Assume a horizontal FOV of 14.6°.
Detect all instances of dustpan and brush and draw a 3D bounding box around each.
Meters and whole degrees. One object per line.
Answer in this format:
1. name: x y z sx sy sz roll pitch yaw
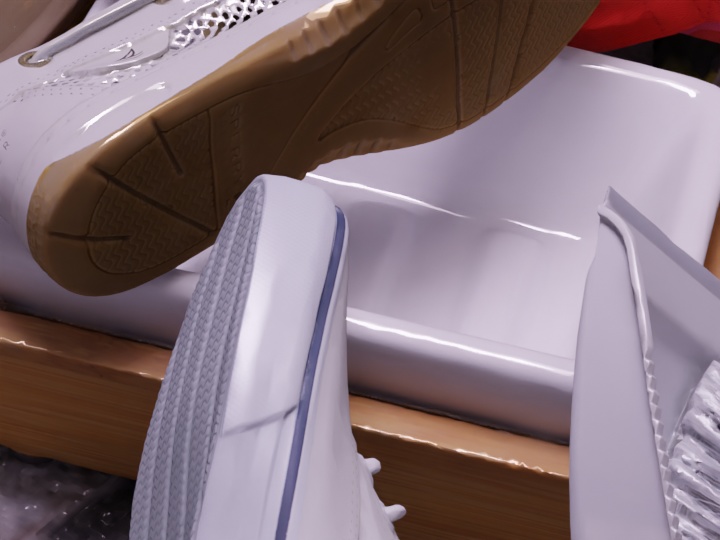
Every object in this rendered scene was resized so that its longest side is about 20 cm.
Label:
1. dustpan and brush: 0.090 0.097 0.643 0.057 0.139 0.201 1 71 33

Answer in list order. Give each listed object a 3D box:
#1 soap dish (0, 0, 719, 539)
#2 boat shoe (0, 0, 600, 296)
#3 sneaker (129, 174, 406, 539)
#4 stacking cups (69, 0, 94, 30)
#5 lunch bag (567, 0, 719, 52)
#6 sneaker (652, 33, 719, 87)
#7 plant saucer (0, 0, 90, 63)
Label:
1. soap dish: 0.000 0.000 0.760 0.199 0.082 0.158 13 40 7
2. boat shoe: -0.017 -0.066 0.717 0.199 0.071 0.069 -27 51 -32
3. sneaker: -0.014 0.079 0.642 0.070 0.073 0.201 12 72 -19
4. stacking cups: -0.011 -0.113 0.915 0.060 0.061 0.200 34 43 29
5. lunch bag: 0.112 -0.133 0.848 0.176 0.082 0.200 -45 32 -17
6. sneaker: 0.166 -0.043 0.860 0.084 0.075 0.200 20 16 -39
7. plant saucer: -0.139 -0.129 0.846 0.200 0.201 0.029 38 5 32
